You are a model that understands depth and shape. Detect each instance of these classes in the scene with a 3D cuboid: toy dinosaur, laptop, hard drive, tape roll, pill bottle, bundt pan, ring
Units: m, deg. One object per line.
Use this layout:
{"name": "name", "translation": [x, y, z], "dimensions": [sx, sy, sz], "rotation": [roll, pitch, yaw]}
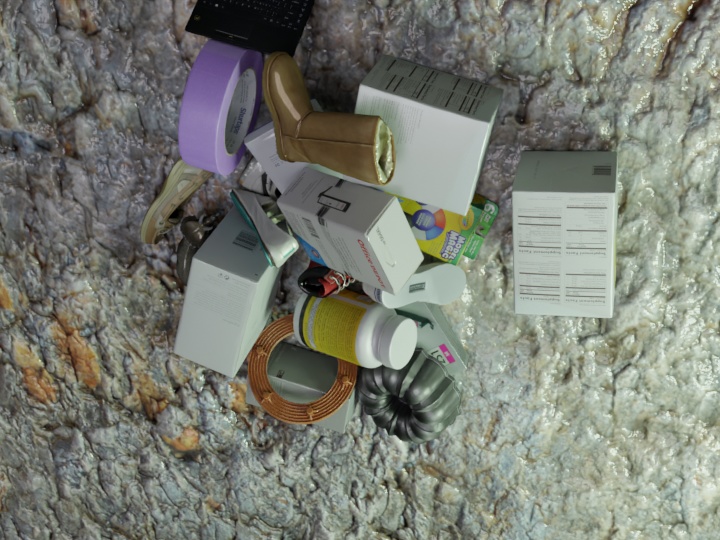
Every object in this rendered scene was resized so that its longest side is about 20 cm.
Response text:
{"name": "toy dinosaur", "translation": [-0.296, -0.026, 1.761], "dimensions": [0.076, 0.102, 0.203], "rotation": [21, 111, 6]}
{"name": "laptop", "translation": [-0.154, -0.442, 1.494], "dimensions": [0.174, 0.203, 0.104], "rotation": [16, 159, 8]}
{"name": "hard drive", "translation": [-0.079, -0.168, 1.612], "dimensions": [0.130, 0.026, 0.201], "rotation": [-26, 131, 13]}
{"name": "tape roll", "translation": [-0.214, -0.254, 1.560], "dimensions": [0.064, 0.201, 0.203], "rotation": [17, 122, 8]}
{"name": "pill bottle", "translation": [-0.008, 0.098, 1.697], "dimensions": [0.197, 0.112, 0.115], "rotation": [16, 124, 33]}
{"name": "bundt pan", "translation": [0.075, 0.224, 1.770], "dimensions": [0.199, 0.076, 0.205], "rotation": [23, 137, 22]}
{"name": "ring", "translation": [-0.103, 0.169, 1.775], "dimensions": [0.196, 0.204, 0.019], "rotation": [14, 159, 9]}

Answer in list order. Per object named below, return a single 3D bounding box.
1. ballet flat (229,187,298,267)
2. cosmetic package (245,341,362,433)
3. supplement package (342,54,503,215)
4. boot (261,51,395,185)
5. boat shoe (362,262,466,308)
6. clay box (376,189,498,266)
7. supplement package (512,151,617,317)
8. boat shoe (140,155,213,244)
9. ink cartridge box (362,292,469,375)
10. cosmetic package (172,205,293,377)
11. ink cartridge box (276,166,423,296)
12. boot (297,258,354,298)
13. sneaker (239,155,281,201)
{"name": "ballet flat", "translation": [-0.153, -0.080, 1.651], "dimensions": [0.068, 0.201, 0.070], "rotation": [-16, 132, -18]}
{"name": "cosmetic package", "translation": [-0.100, 0.209, 1.835], "dimensions": [0.196, 0.107, 0.092], "rotation": [13, 122, 8]}
{"name": "supplement package", "translation": [0.095, -0.207, 1.518], "dimensions": [0.196, 0.151, 0.154], "rotation": [17, 121, 8]}
{"name": "boot", "translation": [-0.043, -0.221, 1.446], "dimensions": [0.197, 0.066, 0.178], "rotation": [15, 129, 39]}
{"name": "boat shoe", "translation": [0.087, 0.021, 1.650], "dimensions": [0.069, 0.197, 0.072], "rotation": [22, 114, 47]}
{"name": "clay box", "translation": [0.115, -0.090, 1.632], "dimensions": [0.197, 0.048, 0.116], "rotation": [24, 122, -1]}
{"name": "supplement package", "translation": [0.311, -0.057, 1.523], "dimensions": [0.147, 0.152, 0.204], "rotation": [2, 119, 15]}
{"name": "boat shoe", "translation": [-0.319, -0.115, 1.747], "dimensions": [0.063, 0.073, 0.202], "rotation": [35, 115, 1]}
{"name": "ink cartridge box", "translation": [0.070, 0.116, 1.768], "dimensions": [0.172, 0.044, 0.202], "rotation": [-26, 108, 26]}
{"name": "cosmetic package", "translation": [-0.216, 0.032, 1.717], "dimensions": [0.121, 0.200, 0.203], "rotation": [20, 122, 5]}
{"name": "ink cartridge box", "translation": [-0.015, -0.062, 1.559], "dimensions": [0.198, 0.085, 0.147], "rotation": [22, 153, 39]}
{"name": "boot", "translation": [0.000, 0.000, 1.666], "dimensions": [0.196, 0.145, 0.074], "rotation": [-4, 116, 17]}
{"name": "sneaker", "translation": [-0.120, -0.196, 1.645], "dimensions": [0.087, 0.076, 0.200], "rotation": [32, 132, -9]}
